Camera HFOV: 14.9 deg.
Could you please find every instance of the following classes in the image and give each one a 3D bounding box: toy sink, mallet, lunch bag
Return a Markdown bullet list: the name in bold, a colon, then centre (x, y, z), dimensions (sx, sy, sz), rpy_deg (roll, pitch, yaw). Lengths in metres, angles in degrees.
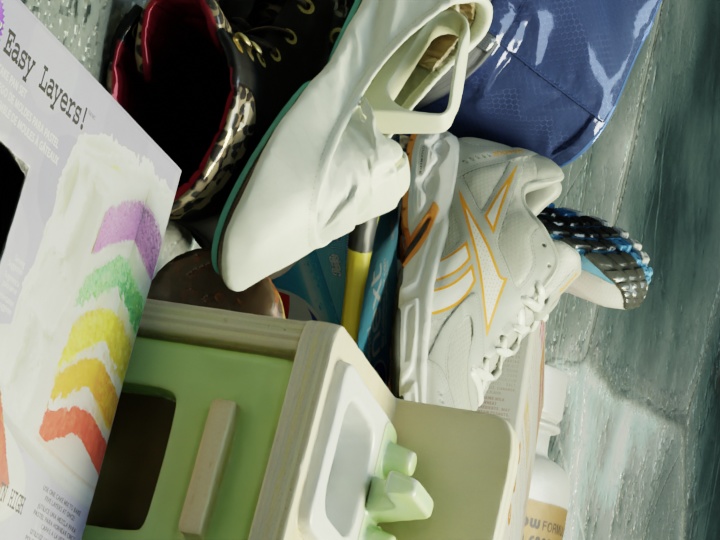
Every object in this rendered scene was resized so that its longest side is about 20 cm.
- **toy sink**: centre (-0.051, 0.091, 1.111), dimensions (0.112, 0.199, 0.131), rpy_deg (57, 45, -65)
- **mallet**: centre (0.000, 0.000, 1.305), dimensions (0.066, 0.041, 0.201), rpy_deg (-103, -160, -66)
- **lunch bag**: centre (0.076, -0.162, 1.434), dimensions (0.136, 0.132, 0.201), rpy_deg (-15, -135, 60)

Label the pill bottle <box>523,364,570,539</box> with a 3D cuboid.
- **pill bottle**: centre (0.064, 0.152, 1.636), dimensions (0.114, 0.114, 0.201), rpy_deg (34, 65, -70)

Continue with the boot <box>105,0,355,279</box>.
- **boot**: centre (-0.053, -0.101, 1.238), dimensions (0.151, 0.073, 0.201), rpy_deg (23, 81, -72)

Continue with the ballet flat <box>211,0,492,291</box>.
- **ballet flat**: centre (0.003, -0.066, 1.213), dimensions (0.200, 0.069, 0.070), rpy_deg (-60, 153, -35)

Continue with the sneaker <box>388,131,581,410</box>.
- **sneaker**: centre (0.061, 0.016, 1.333), dimensions (0.076, 0.092, 0.201), rpy_deg (94, 1, -60)

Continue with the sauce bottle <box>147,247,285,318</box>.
- **sauce bottle**: centre (-0.061, 0.062, 1.288), dimensions (0.200, 0.066, 0.066), rpy_deg (86, 19, -62)

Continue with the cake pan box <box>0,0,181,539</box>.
- **cake pan box**: centre (-0.145, 0.003, 1.005), dimensions (0.200, 0.052, 0.185), rpy_deg (51, 48, -59)

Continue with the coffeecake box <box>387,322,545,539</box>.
- **coffeecake box**: centre (0.048, 0.112, 1.408), dimensions (0.154, 0.073, 0.201), rpy_deg (84, 14, -57)

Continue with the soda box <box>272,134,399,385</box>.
- **soda box**: centre (-0.021, 0.024, 1.397), dimensions (0.068, 0.064, 0.201), rpy_deg (-47, 141, -61)

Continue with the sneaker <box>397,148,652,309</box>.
- **sneaker**: centre (0.071, -0.002, 1.482), dimensions (0.075, 0.200, 0.087), rpy_deg (5, 104, -48)

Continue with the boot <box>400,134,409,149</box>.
- **boot**: centre (0.065, -0.190, 1.568), dimensions (0.200, 0.072, 0.182), rpy_deg (-55, 154, -45)
